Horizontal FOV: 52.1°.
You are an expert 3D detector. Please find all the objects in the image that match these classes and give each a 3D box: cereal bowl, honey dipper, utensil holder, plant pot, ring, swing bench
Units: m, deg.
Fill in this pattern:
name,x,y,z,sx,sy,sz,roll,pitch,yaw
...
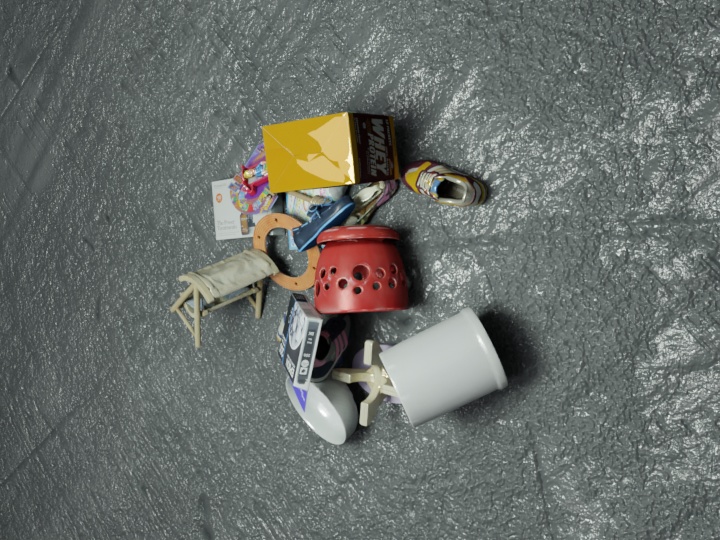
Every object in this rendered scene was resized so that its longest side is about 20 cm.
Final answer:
name,x,y,z,sx,sy,sz,roll,pitch,yaw
cereal bowl,-0.076,0.296,1.688,0.200,0.083,0.201,35,145,29
honey dipper,-0.144,-0.174,1.698,0.199,0.038,0.038,25,109,33
utensil holder,0.158,0.190,1.424,0.199,0.170,0.171,-26,77,-2
plant pot,0.000,0.000,1.556,0.200,0.200,0.184,-3,88,36
ring,-0.172,-0.045,1.745,0.200,0.019,0.201,18,124,28
swing bench,-0.328,0.048,1.765,0.130,0.198,0.200,49,139,21

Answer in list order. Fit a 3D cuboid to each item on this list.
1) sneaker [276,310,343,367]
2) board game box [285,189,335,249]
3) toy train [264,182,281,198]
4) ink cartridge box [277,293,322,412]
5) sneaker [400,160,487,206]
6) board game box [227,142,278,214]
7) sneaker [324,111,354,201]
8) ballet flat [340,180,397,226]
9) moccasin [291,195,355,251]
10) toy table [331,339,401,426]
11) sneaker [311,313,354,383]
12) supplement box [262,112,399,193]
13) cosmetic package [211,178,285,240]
name,x,y,z,sx,sy,sz,roll,pitch,yaw
sneaker,-0.117,0.158,1.731,0.199,0.075,0.089,27,109,30
board game box,-0.112,-0.151,1.722,0.134,0.034,0.201,0,95,36
toy train,-0.153,-0.249,1.684,0.034,0.046,0.200,34,85,17
ink cartridge box,-0.133,0.168,1.548,0.198,0.043,0.201,-140,60,-71
sneaker,0.154,-0.179,1.490,0.199,0.090,0.075,18,105,33
board game box,-0.240,-0.230,1.741,0.158,0.039,0.201,28,85,38
sneaker,-0.002,-0.238,1.606,0.139,0.078,0.201,21,107,34
ballet flat,-0.002,-0.143,1.619,0.200,0.071,0.069,-42,69,32
moccasin,-0.093,-0.111,1.597,0.200,0.080,0.068,-37,79,37
toy table,0.041,0.235,1.599,0.199,0.117,0.185,-4,93,35
sneaker,-0.066,0.149,1.625,0.070,0.200,0.082,11,139,16
supplement box,-0.055,-0.236,1.485,0.196,0.200,0.134,-3,97,28
cosmetic package,-0.282,-0.157,1.835,0.199,0.052,0.152,-4,90,36
